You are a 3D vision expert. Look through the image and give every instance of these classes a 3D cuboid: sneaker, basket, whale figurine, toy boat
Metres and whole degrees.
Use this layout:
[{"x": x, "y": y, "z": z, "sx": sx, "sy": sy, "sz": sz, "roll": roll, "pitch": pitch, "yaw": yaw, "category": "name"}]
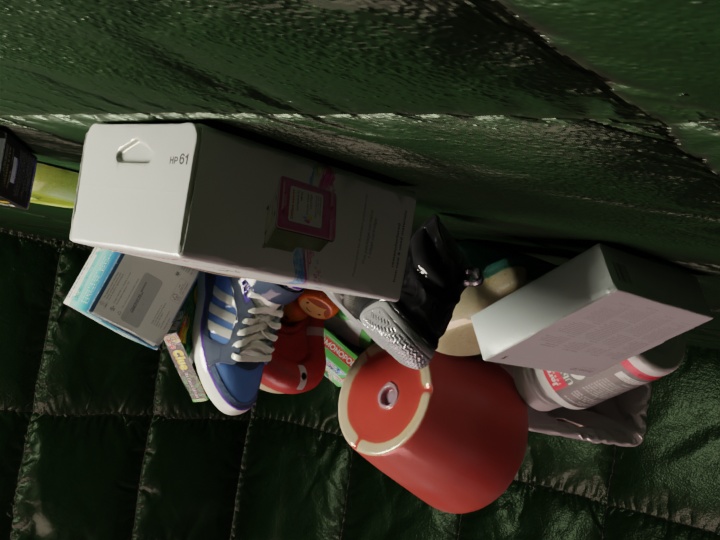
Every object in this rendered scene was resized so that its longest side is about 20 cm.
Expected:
[{"x": -0.102, "y": 0.040, "z": 1.060, "sx": 0.145, "sy": 0.204, "sz": 0.080, "roll": -17, "pitch": 163, "yaw": 40, "category": "sneaker"}, {"x": 0.279, "y": 0.118, "z": 1.390, "sx": 0.195, "sy": 0.204, "sz": 0.161, "roll": 10, "pitch": 179, "yaw": -11, "category": "basket"}, {"x": 0.028, "y": -0.002, "z": 0.904, "sx": 0.200, "sy": 0.114, "sz": 0.076, "roll": 39, "pitch": 173, "yaw": 48, "category": "sneaker"}, {"x": 0.149, "y": 0.015, "z": 1.054, "sx": 0.197, "sy": 0.105, "sz": 0.160, "roll": -13, "pitch": 155, "yaw": 0, "category": "whale figurine"}, {"x": -0.074, "y": 0.038, "z": 1.170, "sx": 0.130, "sy": 0.204, "sz": 0.129, "roll": -12, "pitch": 163, "yaw": 43, "category": "toy boat"}]

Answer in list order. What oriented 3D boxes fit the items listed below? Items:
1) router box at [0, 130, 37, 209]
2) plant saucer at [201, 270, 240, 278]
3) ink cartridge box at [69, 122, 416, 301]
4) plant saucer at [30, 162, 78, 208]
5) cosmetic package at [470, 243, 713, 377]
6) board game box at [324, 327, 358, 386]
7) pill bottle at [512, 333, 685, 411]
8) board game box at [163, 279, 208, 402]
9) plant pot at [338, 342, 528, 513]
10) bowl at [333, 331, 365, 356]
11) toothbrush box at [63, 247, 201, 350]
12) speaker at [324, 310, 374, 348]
[{"x": -0.384, "y": -0.098, "z": 0.853, "sx": 0.197, "sy": 0.053, "sz": 0.157, "roll": 10, "pitch": 177, "yaw": -10, "category": "router box"}, {"x": -0.150, "y": -0.045, "z": 0.930, "sx": 0.197, "sy": 0.033, "sz": 0.201, "roll": 12, "pitch": 160, "yaw": 4, "category": "plant saucer"}, {"x": -0.081, "y": -0.038, "z": 0.717, "sx": 0.198, "sy": 0.086, "sz": 0.143, "roll": 14, "pitch": 175, "yaw": -44, "category": "ink cartridge box"}, {"x": -0.368, "y": -0.095, "z": 1.086, "sx": 0.197, "sy": 0.032, "sz": 0.200, "roll": 10, "pitch": 176, "yaw": 1, "category": "plant saucer"}, {"x": 0.224, "y": 0.045, "z": 0.976, "sx": 0.150, "sy": 0.052, "sz": 0.198, "roll": -35, "pitch": 150, "yaw": 32, "category": "cosmetic package"}, {"x": -0.056, "y": 0.106, "z": 1.381, "sx": 0.134, "sy": 0.029, "sz": 0.200, "roll": 40, "pitch": 168, "yaw": -5, "category": "board game box"}, {"x": 0.273, "y": 0.098, "z": 1.203, "sx": 0.109, "sy": 0.112, "sz": 0.200, "roll": 11, "pitch": 151, "yaw": -31, "category": "pill bottle"}, {"x": -0.172, "y": 0.037, "z": 1.150, "sx": 0.023, "sy": 0.202, "sz": 0.106, "roll": -7, "pitch": 131, "yaw": 16, "category": "board game box"}, {"x": 0.080, "y": 0.177, "z": 1.240, "sx": 0.199, "sy": 0.203, "sz": 0.177, "roll": 6, "pitch": 163, "yaw": 44, "category": "plant pot"}, {"x": 0.060, "y": 0.093, "z": 1.437, "sx": 0.198, "sy": 0.202, "sz": 0.106, "roll": 9, "pitch": 134, "yaw": 15, "category": "bowl"}, {"x": -0.238, "y": -0.005, "z": 1.104, "sx": 0.085, "sy": 0.148, "sz": 0.199, "roll": 31, "pitch": 170, "yaw": -19, "category": "toothbrush box"}, {"x": -0.050, "y": 0.027, "z": 1.363, "sx": 0.198, "sy": 0.089, "sz": 0.088, "roll": 28, "pitch": -177, "yaw": 18, "category": "speaker"}]
